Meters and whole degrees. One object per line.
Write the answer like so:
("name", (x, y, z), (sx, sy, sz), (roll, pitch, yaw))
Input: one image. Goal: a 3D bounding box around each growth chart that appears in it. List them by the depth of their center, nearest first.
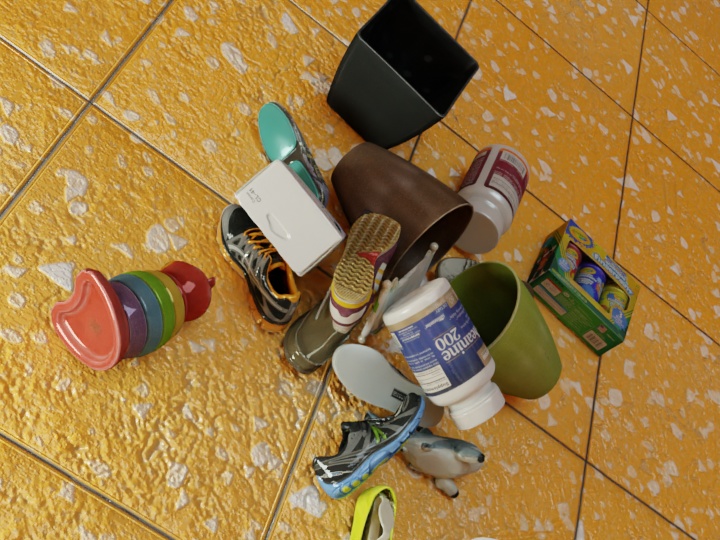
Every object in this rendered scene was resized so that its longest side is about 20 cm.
("growth chart", (0.059, 0.037, 1.484), (0.018, 0.146, 0.200), (34, 34, 13))

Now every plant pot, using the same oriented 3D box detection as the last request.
("plant pot", (0.234, 0.120, 1.566), (0.200, 0.186, 0.189), (41, 42, -32))
("plant pot", (0.048, -0.105, 1.568), (0.200, 0.188, 0.186), (47, 42, 18))
("plant pot", (0.056, -0.332, 1.705), (0.200, 0.177, 0.200), (43, 44, -8))

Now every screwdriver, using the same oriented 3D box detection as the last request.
("screwdriver", (-0.027, -0.012, 1.439), (0.029, 0.028, 0.201), (49, 54, -28))

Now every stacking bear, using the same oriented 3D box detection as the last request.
("stacking bear", (-0.272, 0.045, 1.247), (0.114, 0.121, 0.199), (55, 37, 8))

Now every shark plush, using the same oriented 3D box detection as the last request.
("shark plush", (0.093, 0.264, 1.448), (0.197, 0.092, 0.084), (14, 31, -6))

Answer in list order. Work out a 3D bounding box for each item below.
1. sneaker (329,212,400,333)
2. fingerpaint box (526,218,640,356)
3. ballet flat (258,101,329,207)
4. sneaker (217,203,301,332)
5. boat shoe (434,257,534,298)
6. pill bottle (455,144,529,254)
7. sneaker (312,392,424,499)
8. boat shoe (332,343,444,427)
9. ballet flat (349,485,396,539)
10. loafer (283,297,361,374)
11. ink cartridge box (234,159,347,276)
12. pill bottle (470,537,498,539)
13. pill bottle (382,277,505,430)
("sneaker", (0.000, 0.000, 1.411), (0.074, 0.091, 0.201), (23, 44, 7))
("fingerpaint box", (0.423, 0.030, 1.833), (0.200, 0.073, 0.167), (43, 44, -8))
("ballet flat", (-0.106, -0.176, 1.562), (0.071, 0.072, 0.202), (-12, 70, -42))
("sneaker", (-0.140, -0.014, 1.409), (0.078, 0.077, 0.202), (-16, 71, -41))
("boat shoe", (0.205, 0.031, 1.677), (0.198, 0.062, 0.074), (21, 77, -24))
("pill bottle", (0.230, -0.128, 1.754), (0.114, 0.114, 0.201), (40, 45, -10))
("sneaker", (0.015, 0.230, 1.353), (0.199, 0.071, 0.083), (-36, 75, -26))
("boat shoe", (0.033, 0.171, 1.437), (0.199, 0.064, 0.071), (36, 81, -22))
("ballet flat", (0.015, 0.374, 1.282), (0.066, 0.067, 0.202), (28, 48, -22))
("loafer", (-0.045, 0.073, 1.433), (0.076, 0.067, 0.200), (44, 44, -6))
("ink cartridge box", (-0.095, -0.076, 1.407), (0.148, 0.085, 0.200), (50, 1, -2))
("pill bottle", (0.156, 0.468, 1.298), (0.116, 0.116, 0.201), (38, 45, -12))
("pill bottle", (0.125, 0.122, 1.400), (0.111, 0.110, 0.202), (-37, 98, -46))
